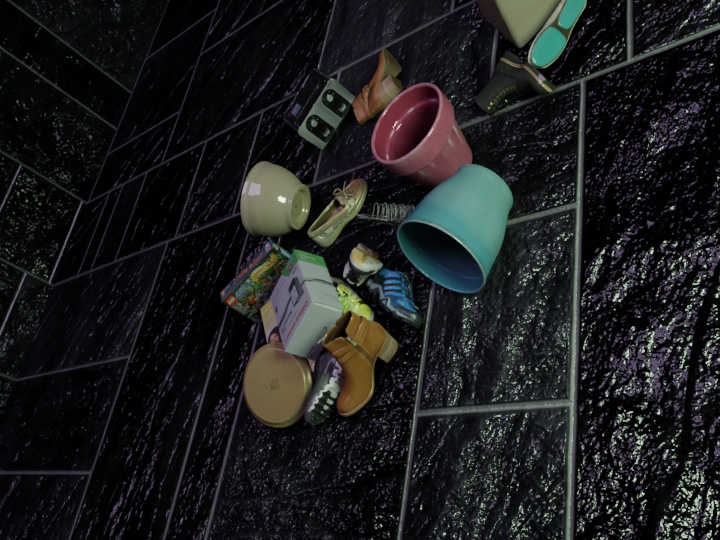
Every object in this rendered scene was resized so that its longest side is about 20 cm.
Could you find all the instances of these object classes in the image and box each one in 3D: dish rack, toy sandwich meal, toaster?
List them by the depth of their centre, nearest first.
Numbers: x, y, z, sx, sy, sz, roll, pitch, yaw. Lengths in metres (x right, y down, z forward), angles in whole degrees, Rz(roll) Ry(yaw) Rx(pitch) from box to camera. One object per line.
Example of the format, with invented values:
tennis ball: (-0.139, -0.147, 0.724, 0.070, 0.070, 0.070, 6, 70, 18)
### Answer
dish rack: (0.094, -0.115, 1.478, 0.151, 0.197, 0.056, 7, 92, 47)
toy sandwich meal: (-0.178, 0.252, 1.582, 0.199, 0.070, 0.212, -2, 84, 23)
toaster: (-0.125, -0.463, 1.986, 0.183, 0.117, 0.200, -55, 33, 8)

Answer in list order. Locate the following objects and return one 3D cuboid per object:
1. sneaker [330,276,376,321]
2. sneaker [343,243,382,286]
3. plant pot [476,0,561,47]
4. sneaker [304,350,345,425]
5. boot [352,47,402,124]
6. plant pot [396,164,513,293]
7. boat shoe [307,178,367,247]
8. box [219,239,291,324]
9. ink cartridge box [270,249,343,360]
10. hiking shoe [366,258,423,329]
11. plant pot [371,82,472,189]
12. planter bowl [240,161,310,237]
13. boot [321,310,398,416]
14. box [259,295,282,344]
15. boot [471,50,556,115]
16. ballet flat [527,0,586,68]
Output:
sneaker: (-0.033, 0.080, 1.562, 0.076, 0.076, 0.200, -53, 38, 2)
sneaker: (0.000, 0.000, 1.544, 0.089, 0.075, 0.200, -58, -1, 7)
plant pot: (0.355, -0.681, 1.601, 0.200, 0.176, 0.202, -44, 40, 15)
sneaker: (-0.072, 0.235, 1.503, 0.089, 0.066, 0.203, 18, 74, 46)
boot: (0.038, -0.507, 1.903, 0.154, 0.073, 0.204, -37, 36, 32)
plant pot: (0.200, -0.094, 1.361, 0.197, 0.201, 0.190, 9, 55, 48)
boat shoe: (-0.055, -0.153, 1.759, 0.202, 0.062, 0.073, -56, 38, 0)
box: (-0.244, 0.032, 1.772, 0.200, 0.136, 0.038, -45, 40, 14)
ink cartridge box: (-0.124, 0.074, 1.551, 0.148, 0.082, 0.202, -60, 31, 24)
hiking shoe: (0.080, 0.045, 1.468, 0.087, 0.074, 0.200, -51, 39, 6)
plant pot: (0.149, -0.276, 1.536, 0.197, 0.178, 0.205, -26, 48, 32)
planter bowl: (-0.215, -0.180, 1.869, 0.131, 0.201, 0.205, 13, 71, 21)
boot: (-0.023, 0.189, 1.413, 0.202, 0.154, 0.077, -52, 39, 5)
box: (-0.196, 0.146, 1.711, 0.075, 0.050, 0.202, -41, 40, 17)
boot: (0.331, -0.382, 1.513, 0.139, 0.077, 0.201, -52, 28, 14)
ballet flat: (0.427, -0.520, 1.520, 0.202, 0.067, 0.062, -54, 10, -2)
